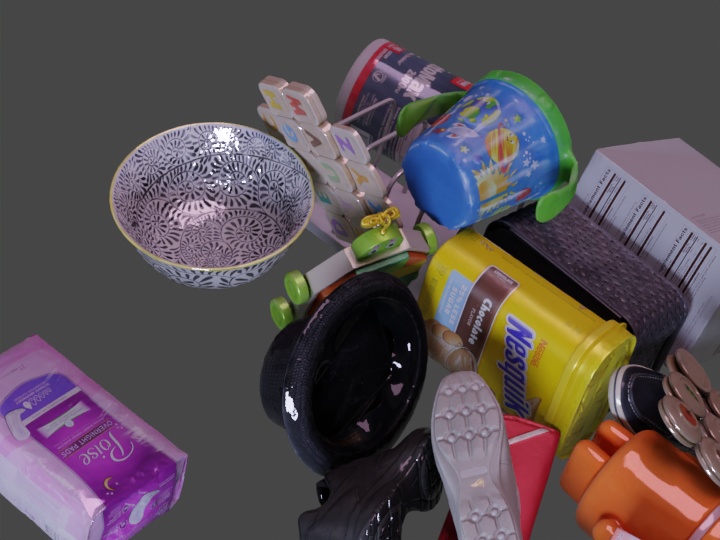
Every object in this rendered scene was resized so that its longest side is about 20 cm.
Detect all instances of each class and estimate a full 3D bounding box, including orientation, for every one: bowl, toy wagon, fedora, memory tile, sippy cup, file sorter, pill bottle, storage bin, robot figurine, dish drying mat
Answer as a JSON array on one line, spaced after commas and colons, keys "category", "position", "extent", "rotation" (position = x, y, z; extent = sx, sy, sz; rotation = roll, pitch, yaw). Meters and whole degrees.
[{"category": "bowl", "position": [-0.146, -0.046, 1.605], "extent": [0.200, 0.094, 0.201], "rotation": [2, 50, -2]}, {"category": "toy wagon", "position": [0.000, 0.000, 1.536], "extent": [0.155, 0.200, 0.040], "rotation": [-21, 75, -22]}, {"category": "fedora", "position": [-0.027, 0.090, 1.483], "extent": [0.091, 0.201, 0.200], "rotation": [8, 28, 38]}, {"category": "memory tile", "position": [0.341, 0.168, 1.451], "extent": [0.200, 0.017, 0.153], "rotation": [48, 24, -4]}, {"category": "sippy cup", "position": [0.117, -0.109, 1.577], "extent": [0.130, 0.140, 0.178], "rotation": [-34, 16, -32]}, {"category": "file sorter", "position": [0.055, -0.074, 1.704], "extent": [0.200, 0.125, 0.139], "rotation": [37, 42, 22]}, {"category": "pill bottle", "position": [0.081, -0.170, 1.831], "extent": [0.200, 0.120, 0.120], "rotation": [29, 40, 13]}, {"category": "storage bin", "position": [0.213, 0.036, 1.625], "extent": [0.094, 0.135, 0.200], "rotation": [-24, 55, -40]}, {"category": "robot figurine", "position": [0.274, 0.225, 1.446], "extent": [0.200, 0.117, 0.144], "rotation": [39, 9, 22]}, {"category": "dish drying mat", "position": [0.121, 0.212, 1.449], "extent": [0.077, 0.018, 0.200], "rotation": [20, 50, 6]}]

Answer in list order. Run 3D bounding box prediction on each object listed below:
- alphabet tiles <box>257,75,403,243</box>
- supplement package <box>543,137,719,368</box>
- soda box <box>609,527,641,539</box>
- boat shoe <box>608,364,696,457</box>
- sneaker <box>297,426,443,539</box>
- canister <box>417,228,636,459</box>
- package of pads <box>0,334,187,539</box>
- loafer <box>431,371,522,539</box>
[{"category": "alphabet tiles", "position": [-0.035, -0.103, 1.598], "extent": [0.015, 0.200, 0.195], "rotation": [-38, 31, -18]}, {"category": "supplement package", "position": [0.335, -0.021, 1.702], "extent": [0.200, 0.147, 0.191], "rotation": [42, 30, 26]}, {"category": "soda box", "position": [0.190, 0.312, 1.308], "extent": [0.068, 0.064, 0.200], "rotation": [29, 59, 13]}, {"category": "boat shoe", "position": [0.310, 0.140, 1.532], "extent": [0.200, 0.062, 0.075], "rotation": [31, 59, -34]}, {"category": "sneaker", "position": [0.013, 0.190, 1.423], "extent": [0.091, 0.076, 0.200], "rotation": [6, 21, 26]}, {"category": "canister", "position": [0.151, 0.068, 1.558], "extent": [0.200, 0.149, 0.086], "rotation": [36, 44, 24]}, {"category": "package of pads", "position": [-0.258, 0.149, 1.365], "extent": [0.200, 0.076, 0.120], "rotation": [36, 45, 21]}, {"category": "loafer", "position": [0.102, 0.184, 1.412], "extent": [0.070, 0.070, 0.200], "rotation": [-8, 57, 3]}]
